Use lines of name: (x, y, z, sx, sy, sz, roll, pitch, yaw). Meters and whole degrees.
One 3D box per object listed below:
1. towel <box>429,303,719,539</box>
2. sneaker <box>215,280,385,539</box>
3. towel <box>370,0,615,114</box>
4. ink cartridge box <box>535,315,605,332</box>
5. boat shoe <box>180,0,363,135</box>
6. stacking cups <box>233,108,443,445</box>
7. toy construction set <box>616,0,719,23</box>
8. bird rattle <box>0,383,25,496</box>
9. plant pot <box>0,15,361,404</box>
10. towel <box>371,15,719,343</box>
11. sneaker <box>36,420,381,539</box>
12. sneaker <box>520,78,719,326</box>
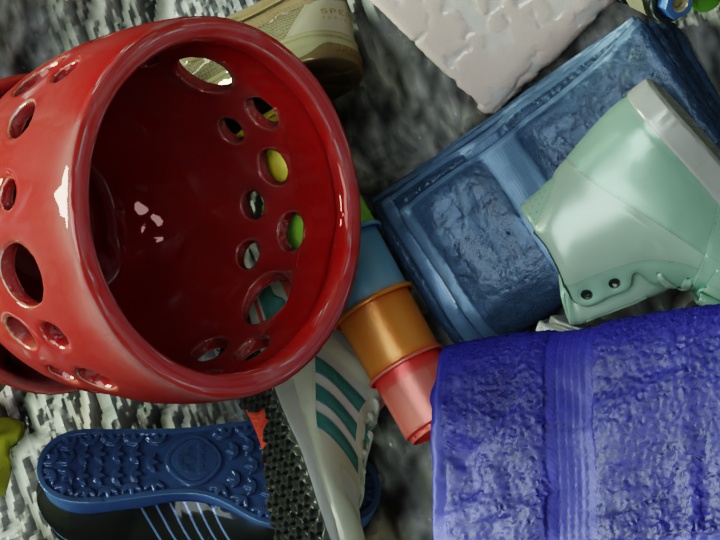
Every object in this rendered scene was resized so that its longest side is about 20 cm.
towel: (0.128, 0.097, 1.495, 0.199, 0.050, 0.148, -9, 78, 28)
sneaker: (-0.012, 0.087, 1.623, 0.200, 0.093, 0.070, 70, 154, 21)
towel: (0.076, -0.215, 1.582, 0.191, 0.032, 0.200, 43, 107, -13)
ink cartridge box: (0.145, 0.139, 1.577, 0.145, 0.083, 0.201, 20, 99, 18)
boat shoe: (-0.088, -0.111, 1.670, 0.199, 0.071, 0.065, -19, 66, 24)
stacking cups: (0.000, 0.000, 1.611, 0.060, 0.060, 0.200, -36, 77, 18)
toy construction set: (0.178, -0.207, 1.527, 0.131, 0.092, 0.200, -42, 115, -11)
bird rattle: (-0.213, 0.026, 1.642, 0.112, 0.163, 0.200, 17, 54, 28)
plant pot: (-0.129, -0.029, 1.547, 0.182, 0.200, 0.201, -3, 91, 47)
towel: (0.112, -0.046, 1.603, 0.200, 0.049, 0.112, -34, 81, 18)
sneaker: (-0.088, 0.133, 1.678, 0.199, 0.078, 0.070, 5, 58, 2)
sneaker: (0.174, 0.007, 1.545, 0.118, 0.074, 0.200, -40, 101, 12)
